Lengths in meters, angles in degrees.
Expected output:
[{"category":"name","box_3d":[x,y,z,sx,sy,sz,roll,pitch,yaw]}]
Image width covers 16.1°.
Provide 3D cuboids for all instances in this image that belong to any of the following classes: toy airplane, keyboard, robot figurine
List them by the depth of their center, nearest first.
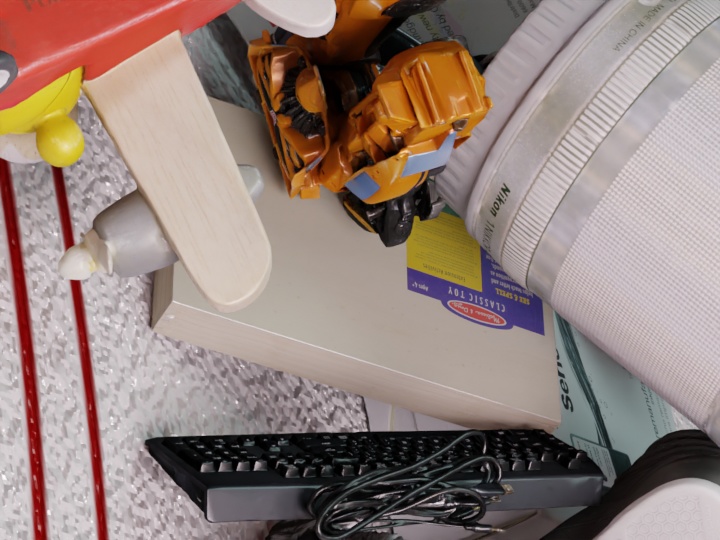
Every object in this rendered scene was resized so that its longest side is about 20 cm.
[{"category":"toy airplane","box_3d":[-0.112,-0.095,1.023,0.199,0.141,0.200,21,56,-12]},{"category":"keyboard","box_3d":[0.018,0.077,1.080,0.200,0.040,0.104,-1,20,-29]},{"category":"robot figurine","box_3d":[-0.002,-0.088,1.103,0.200,0.058,0.145,142,-67,-71]}]

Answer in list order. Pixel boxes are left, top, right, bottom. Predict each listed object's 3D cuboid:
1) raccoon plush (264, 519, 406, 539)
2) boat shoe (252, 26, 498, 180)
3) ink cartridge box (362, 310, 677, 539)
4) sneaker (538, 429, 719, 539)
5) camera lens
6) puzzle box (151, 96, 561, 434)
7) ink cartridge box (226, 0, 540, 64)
[{"category":"raccoon plush","box_3d":[0.008,0.177,1.080,0.134,0.097,0.200,69,24,-10]},{"category":"boat shoe","box_3d":[0.049,-0.078,1.232,0.200,0.063,0.073,23,20,-7]},{"category":"ink cartridge box","box_3d":[0.091,0.092,1.312,0.200,0.083,0.147,24,46,-53]},{"category":"sneaker","box_3d":[0.104,0.141,1.155,0.071,0.200,0.099,55,28,0]},{"category":"camera lens","box_3d":[0.153,-0.030,1.126,0.200,0.160,0.160,40,21,15]},{"category":"puzzle box","box_3d":[0.000,0.000,1.184,0.200,0.025,0.133,19,45,-20]},{"category":"ink cartridge box","box_3d":[0.057,-0.150,1.319,0.147,0.200,0.145,56,21,-17]}]
